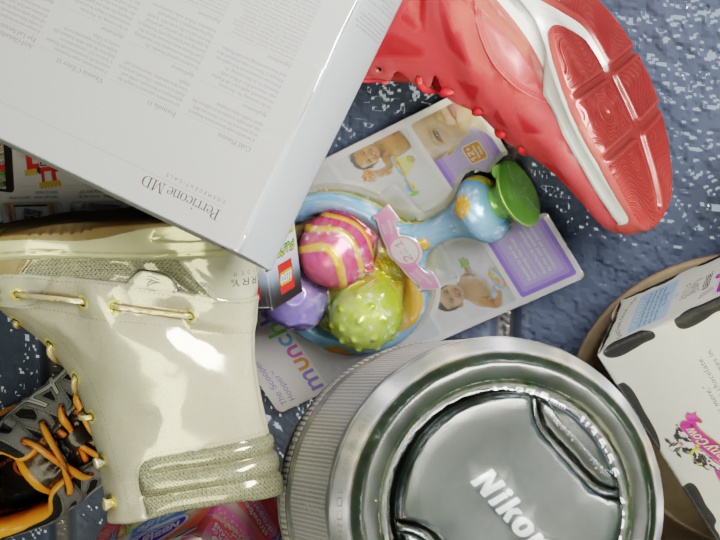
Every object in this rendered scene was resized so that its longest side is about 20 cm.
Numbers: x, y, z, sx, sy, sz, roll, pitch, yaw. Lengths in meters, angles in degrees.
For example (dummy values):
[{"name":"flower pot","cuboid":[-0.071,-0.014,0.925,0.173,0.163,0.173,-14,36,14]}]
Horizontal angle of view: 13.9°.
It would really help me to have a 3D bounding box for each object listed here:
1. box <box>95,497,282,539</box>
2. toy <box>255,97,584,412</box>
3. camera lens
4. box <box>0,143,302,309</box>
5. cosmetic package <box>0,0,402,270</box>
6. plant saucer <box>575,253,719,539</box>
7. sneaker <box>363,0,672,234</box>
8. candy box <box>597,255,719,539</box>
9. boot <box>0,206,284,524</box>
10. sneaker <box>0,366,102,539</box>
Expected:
[{"name":"box","cuboid":[-0.059,0.211,1.597,0.095,0.103,0.200,-22,109,26]},{"name":"toy","cuboid":[0.000,0.000,1.499,0.200,0.047,0.115,-26,105,27]},{"name":"camera lens","cuboid":[0.048,0.113,1.429,0.160,0.200,0.160,0,88,-12]},{"name":"box","cuboid":[-0.131,-0.036,1.502,0.200,0.035,0.110,0,106,26]},{"name":"cosmetic package","cuboid":[-0.099,-0.109,1.400,0.200,0.052,0.151,26,86,23]},{"name":"plant saucer","cuboid":[0.203,0.076,1.487,0.200,0.029,0.200,8,119,14]},{"name":"sneaker","cuboid":[0.062,-0.094,1.426,0.115,0.078,0.200,-25,95,36]},{"name":"candy box","cuboid":[0.234,0.043,1.408,0.200,0.061,0.137,-25,107,26]},{"name":"boot","cuboid":[-0.136,0.049,1.466,0.200,0.072,0.155,-4,99,23]},{"name":"sneaker","cuboid":[-0.148,0.086,1.575,0.078,0.077,0.200,45,119,-7]}]
